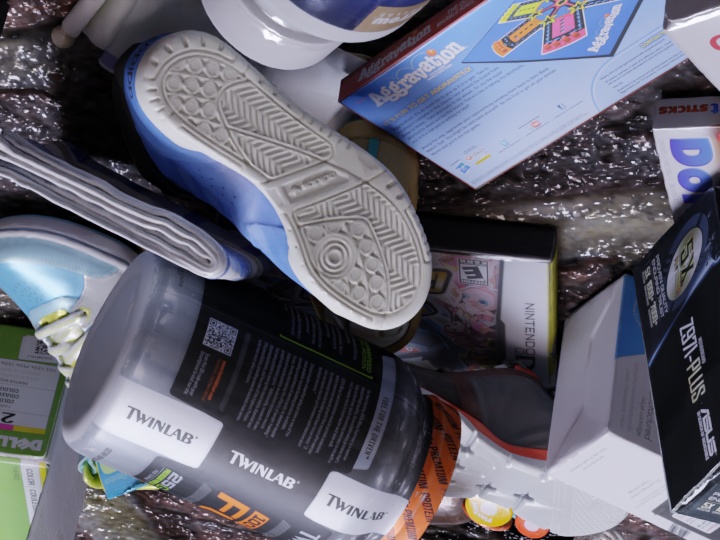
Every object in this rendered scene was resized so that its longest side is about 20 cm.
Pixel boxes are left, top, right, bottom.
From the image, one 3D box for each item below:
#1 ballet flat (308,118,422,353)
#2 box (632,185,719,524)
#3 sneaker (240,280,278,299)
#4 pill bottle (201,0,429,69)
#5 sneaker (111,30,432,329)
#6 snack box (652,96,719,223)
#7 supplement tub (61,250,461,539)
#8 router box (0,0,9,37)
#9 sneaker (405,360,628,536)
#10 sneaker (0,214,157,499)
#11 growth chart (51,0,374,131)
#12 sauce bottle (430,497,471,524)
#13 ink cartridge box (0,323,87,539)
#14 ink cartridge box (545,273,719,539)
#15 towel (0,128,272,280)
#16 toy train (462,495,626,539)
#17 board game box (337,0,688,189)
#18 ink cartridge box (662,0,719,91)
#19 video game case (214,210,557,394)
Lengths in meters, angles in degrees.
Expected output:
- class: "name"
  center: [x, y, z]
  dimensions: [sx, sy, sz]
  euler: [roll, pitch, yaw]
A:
- class: "ballet flat"
  center: [0.000, 0.000, 1.550]
  dimensions: [0.069, 0.063, 0.200]
  euler: [2, 140, 5]
- class: "box"
  center: [0.260, 0.063, 1.484]
  dimensions: [0.200, 0.164, 0.086]
  euler: [16, 139, -24]
- class: "sneaker"
  center: [-0.064, 0.052, 1.657]
  dimensions: [0.090, 0.070, 0.200]
  euler: [22, 166, 41]
- class: "pill bottle"
  center: [0.005, -0.176, 1.293]
  dimensions: [0.111, 0.111, 0.200]
  euler: [26, 143, -20]
- class: "sneaker"
  center: [-0.050, -0.050, 1.454]
  dimensions: [0.200, 0.077, 0.111]
  euler: [41, 171, -18]
- class: "snack box"
  center: [0.212, -0.027, 1.525]
  dimensions: [0.072, 0.024, 0.200]
  euler: [-2, 144, 15]
- class: "supplement tub"
  center: [-0.053, 0.079, 1.514]
  dimensions: [0.200, 0.123, 0.123]
  euler: [25, 144, -15]
- class: "router box"
  center: [-0.314, -0.152, 1.473]
  dimensions: [0.157, 0.052, 0.200]
  euler: [-22, 134, 38]
- class: "sneaker"
  center: [0.071, 0.089, 1.636]
  dimensions: [0.200, 0.082, 0.077]
  euler: [27, 137, -19]
- class: "sneaker"
  center: [-0.159, 0.061, 1.667]
  dimensions: [0.079, 0.131, 0.200]
  euler: [-22, 133, 41]
- class: "growth chart"
  center: [-0.069, -0.109, 1.496]
  dimensions: [0.200, 0.018, 0.145]
  euler: [28, 143, -23]
- class: "sauce bottle"
  center: [0.036, 0.135, 1.775]
  dimensions: [0.200, 0.065, 0.065]
  euler: [0, 144, 18]
- class: "ink cartridge box"
  center: [-0.229, 0.155, 1.761]
  dimensions: [0.076, 0.200, 0.148]
  euler: [8, 145, 5]
- class: "ink cartridge box"
  center: [0.214, 0.098, 1.627]
  dimensions: [0.200, 0.116, 0.067]
  euler: [25, 142, -20]
- class: "towel"
  center: [-0.122, -0.035, 1.495]
  dimensions: [0.147, 0.024, 0.200]
  euler: [27, -177, 5]
- class: "toy train"
  center: [0.055, 0.159, 1.658]
  dimensions: [0.200, 0.150, 0.056]
  euler: [-1, 138, -32]
- class: "board game box"
  center: [0.091, -0.113, 1.428]
  dimensions: [0.103, 0.019, 0.200]
  euler: [30, 137, -30]
- class: "ink cartridge box"
  center: [0.261, -0.113, 1.335]
  dimensions: [0.144, 0.084, 0.200]
  euler: [-18, 137, 35]
- class: "video game case"
  center: [0.019, 0.027, 1.659]
  dimensions: [0.200, 0.026, 0.181]
  euler: [6, 146, 8]
